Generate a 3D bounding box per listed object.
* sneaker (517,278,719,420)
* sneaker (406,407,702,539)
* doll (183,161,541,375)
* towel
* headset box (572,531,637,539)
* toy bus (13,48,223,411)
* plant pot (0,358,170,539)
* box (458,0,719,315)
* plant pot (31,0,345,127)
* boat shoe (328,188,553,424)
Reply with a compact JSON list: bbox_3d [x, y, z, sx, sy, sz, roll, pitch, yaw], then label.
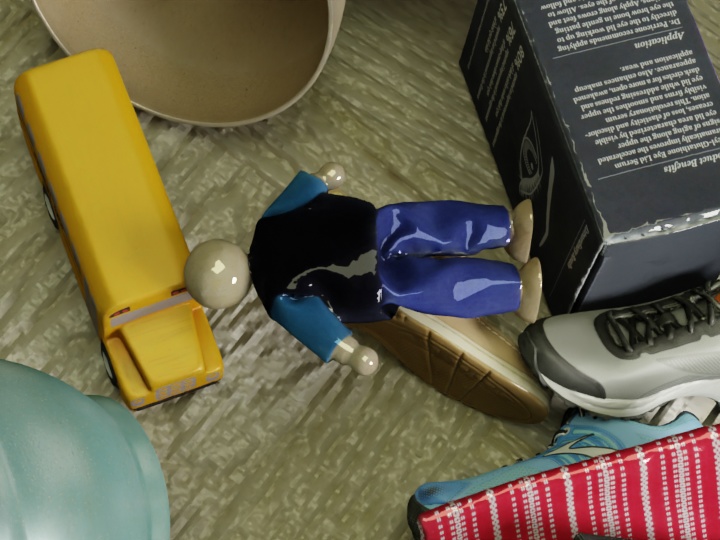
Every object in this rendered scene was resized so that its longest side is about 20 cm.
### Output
[{"bbox_3d":[0.185,0.038,1.341,0.199,0.080,0.074,0,39,-20],"label":"sneaker"},{"bbox_3d":[0.120,0.125,1.336,0.199,0.079,0.090,-5,56,-16],"label":"sneaker"},{"bbox_3d":[0.000,0.000,1.301,0.199,0.049,0.137,-1,60,-7],"label":"doll"},{"bbox_3d":[0.136,0.167,1.284,0.199,0.145,0.023,-15,28,-10],"label":"towel"},{"bbox_3d":[0.195,0.217,1.218,0.199,0.078,0.149,9,26,-29],"label":"headset box"},{"bbox_3d":[-0.142,-0.023,1.356,0.065,0.078,0.201,-18,71,-12],"label":"toy bus"},{"bbox_3d":[-0.188,0.136,1.243,0.134,0.200,0.201,-8,66,-38],"label":"plant pot"},{"bbox_3d":[0.145,-0.085,1.373,0.104,0.148,0.201,-15,71,-12],"label":"box"},{"bbox_3d":[-0.088,-0.206,1.391,0.200,0.201,0.135,24,44,4],"label":"plant pot"},{"bbox_3d":[0.037,0.014,1.362,0.200,0.074,0.069,34,67,4],"label":"boat shoe"}]
